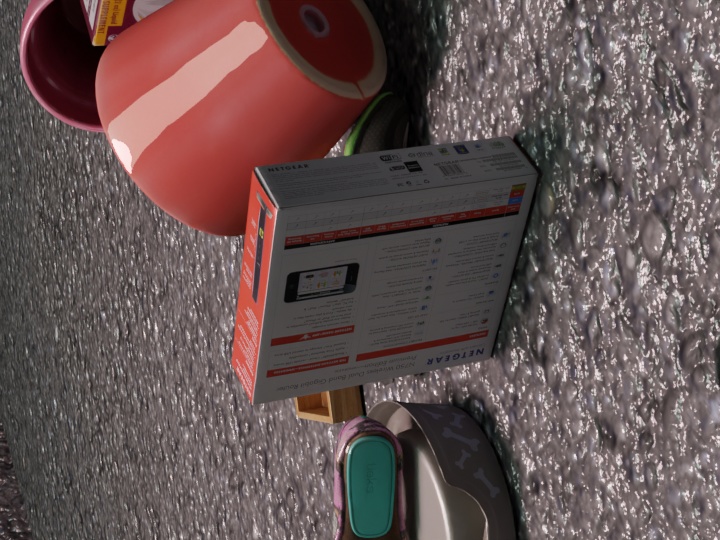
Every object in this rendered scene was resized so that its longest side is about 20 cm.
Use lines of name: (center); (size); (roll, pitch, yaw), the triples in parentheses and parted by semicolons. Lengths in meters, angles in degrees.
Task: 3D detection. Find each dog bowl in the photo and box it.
dog bowl: (0.061, 0.200, 1.209); (0.200, 0.058, 0.201); (172, 90, -68)

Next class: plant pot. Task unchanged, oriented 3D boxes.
plant pot: (-0.088, -0.156, 1.213); (0.177, 0.200, 0.201); (-34, 63, 37)
plant pot: (-0.301, -0.294, 1.775); (0.179, 0.199, 0.201); (-103, 17, -54)

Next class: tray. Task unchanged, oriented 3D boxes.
tray: (-0.042, 0.042, 1.435); (0.099, 0.037, 0.201); (175, 86, -67)

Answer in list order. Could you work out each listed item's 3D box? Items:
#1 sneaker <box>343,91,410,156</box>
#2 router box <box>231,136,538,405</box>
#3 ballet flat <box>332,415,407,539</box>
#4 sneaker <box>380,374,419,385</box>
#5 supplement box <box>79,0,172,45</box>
sneaker: (0.032, -0.044, 1.199); (0.083, 0.077, 0.201); (-4, 80, 24)
router box: (0.014, 0.000, 1.068); (0.049, 0.199, 0.180); (-122, 32, -43)
ballet flat: (0.004, 0.213, 1.204); (0.071, 0.069, 0.201); (-119, 29, -79)
sneaker: (-0.003, 0.001, 1.301); (0.104, 0.060, 0.201); (165, 92, -69)
supplement box: (-0.153, -0.278, 1.378); (0.111, 0.199, 0.086); (116, 141, -53)
